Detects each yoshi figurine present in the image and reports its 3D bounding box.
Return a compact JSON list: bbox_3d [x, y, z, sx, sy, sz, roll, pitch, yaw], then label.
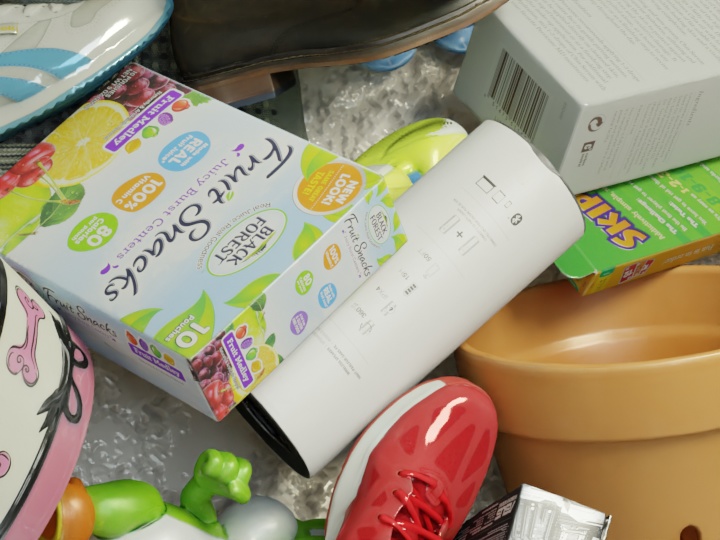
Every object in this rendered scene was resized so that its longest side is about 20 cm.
[{"bbox_3d":[-0.074,0.155,1.295,0.199,0.112,0.113,4,54,-36],"label":"yoshi figurine"}]

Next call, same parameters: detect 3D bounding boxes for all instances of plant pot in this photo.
[{"bbox_3d":[0.154,0.089,1.360,0.199,0.200,0.141,-12,105,-19],"label":"plant pot"}]

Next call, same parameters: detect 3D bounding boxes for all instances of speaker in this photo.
[{"bbox_3d":[0.019,0.015,1.311,0.200,0.081,0.081,-42,88,-13],"label":"speaker"}]

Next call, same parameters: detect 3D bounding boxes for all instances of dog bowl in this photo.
[{"bbox_3d":[-0.208,0.090,1.257,0.074,0.200,0.201,31,66,-26],"label":"dog bowl"}]

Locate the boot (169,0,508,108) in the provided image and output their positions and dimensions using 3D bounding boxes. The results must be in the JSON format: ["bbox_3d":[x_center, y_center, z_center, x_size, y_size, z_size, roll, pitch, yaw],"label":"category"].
[{"bbox_3d":[-0.014,-0.157,1.369,0.199,0.075,0.098,-18,98,7],"label":"boot"}]

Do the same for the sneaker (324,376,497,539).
[{"bbox_3d":[0.025,0.146,1.238,0.078,0.115,0.201,38,77,-26],"label":"sneaker"}]

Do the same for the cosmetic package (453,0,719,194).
[{"bbox_3d":[0.164,-0.115,1.445,0.199,0.072,0.102,-15,49,-32],"label":"cosmetic package"}]

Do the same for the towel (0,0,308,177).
[{"bbox_3d":[-0.126,-0.096,1.423,0.198,0.035,0.194,1,70,-13],"label":"towel"}]

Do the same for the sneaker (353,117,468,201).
[{"bbox_3d":[0.000,0.000,1.377,0.199,0.076,0.106,-32,105,-29],"label":"sneaker"}]

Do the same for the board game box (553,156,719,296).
[{"bbox_3d":[0.163,-0.045,1.445,0.199,0.030,0.096,-14,55,-37],"label":"board game box"}]

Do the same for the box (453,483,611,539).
[{"bbox_3d":[0.052,0.206,1.283,0.049,0.200,0.159,20,69,-10],"label":"box"}]

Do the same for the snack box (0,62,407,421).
[{"bbox_3d":[-0.095,-0.020,1.296,0.199,0.053,0.142,27,62,40],"label":"snack box"}]

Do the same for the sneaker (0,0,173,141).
[{"bbox_3d":[-0.193,-0.112,1.343,0.199,0.077,0.081,-27,91,-8],"label":"sneaker"}]

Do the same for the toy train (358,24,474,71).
[{"bbox_3d":[0.052,-0.190,1.474,0.199,0.087,0.115,-15,69,-17],"label":"toy train"}]
